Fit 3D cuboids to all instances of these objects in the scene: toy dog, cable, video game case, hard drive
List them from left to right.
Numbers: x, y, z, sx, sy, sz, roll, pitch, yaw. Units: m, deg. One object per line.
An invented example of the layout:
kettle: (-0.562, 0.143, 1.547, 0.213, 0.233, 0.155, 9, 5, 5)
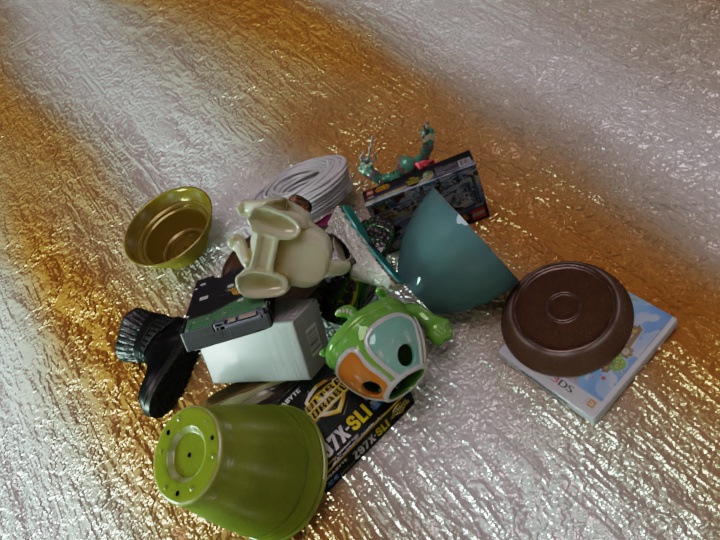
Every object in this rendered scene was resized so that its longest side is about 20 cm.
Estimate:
hard drive: (-0.203, 0.052, 1.191, 0.137, 0.038, 0.201, -17, 22, 2)
toy dog: (-0.114, -0.056, 1.189, 0.190, 0.142, 0.200, 2, 19, -10)
cable: (-0.109, -0.148, 1.434, 0.197, 0.070, 0.201, -12, 28, 27)
video game case: (0.335, 0.102, 1.117, 0.200, 0.022, 0.181, -45, 50, -13)

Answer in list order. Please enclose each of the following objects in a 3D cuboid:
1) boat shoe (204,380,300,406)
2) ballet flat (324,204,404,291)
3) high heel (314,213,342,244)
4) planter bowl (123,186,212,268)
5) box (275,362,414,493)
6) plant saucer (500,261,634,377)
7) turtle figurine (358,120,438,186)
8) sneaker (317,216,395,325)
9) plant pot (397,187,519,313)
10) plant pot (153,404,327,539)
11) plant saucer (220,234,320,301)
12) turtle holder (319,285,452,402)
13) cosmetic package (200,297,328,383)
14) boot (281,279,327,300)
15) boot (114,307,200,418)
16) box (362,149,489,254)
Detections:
boat shoe: (-0.156, 0.201, 1.228, 0.197, 0.066, 0.073, -22, 17, -15)
ballet flat: (0.002, -0.022, 1.198, 0.071, 0.072, 0.201, -31, 51, -3)
high heel: (-0.086, -0.050, 1.388, 0.198, 0.068, 0.097, -2, 42, 41)
planter bowl: (-0.370, -0.067, 1.514, 0.197, 0.084, 0.203, -12, 51, 15)
box: (-0.037, 0.219, 1.173, 0.200, 0.050, 0.159, -42, 51, -12)
plant saucer: (0.306, 0.062, 1.125, 0.197, 0.035, 0.203, -13, 51, 16)
turtle figurine: (0.072, -0.182, 1.337, 0.147, 0.200, 0.102, -18, 78, -4)
sneaker: (0.000, 0.000, 1.276, 0.077, 0.085, 0.202, 30, 89, 29)
plant pot: (0.136, -0.011, 1.191, 0.135, 0.200, 0.201, -43, 48, 7)
plant pot: (-0.180, 0.272, 1.059, 0.198, 0.192, 0.204, -14, 62, 30)
plant saucer: (-0.147, 0.005, 1.313, 0.197, 0.037, 0.203, -8, 49, 9)
turtle holder: (0.041, 0.118, 1.116, 0.132, 0.184, 0.142, 47, 116, 27)
cosmetic package: (-0.158, 0.115, 1.205, 0.197, 0.109, 0.090, -3, 23, 29)
boot: (-0.155, 0.032, 1.363, 0.146, 0.071, 0.199, -40, 50, -18)
boot: (-0.381, 0.162, 1.342, 0.155, 0.080, 0.213, 5, 46, 18)
box: (0.116, -0.115, 1.304, 0.197, 0.138, 0.040, -20, 48, 7)
